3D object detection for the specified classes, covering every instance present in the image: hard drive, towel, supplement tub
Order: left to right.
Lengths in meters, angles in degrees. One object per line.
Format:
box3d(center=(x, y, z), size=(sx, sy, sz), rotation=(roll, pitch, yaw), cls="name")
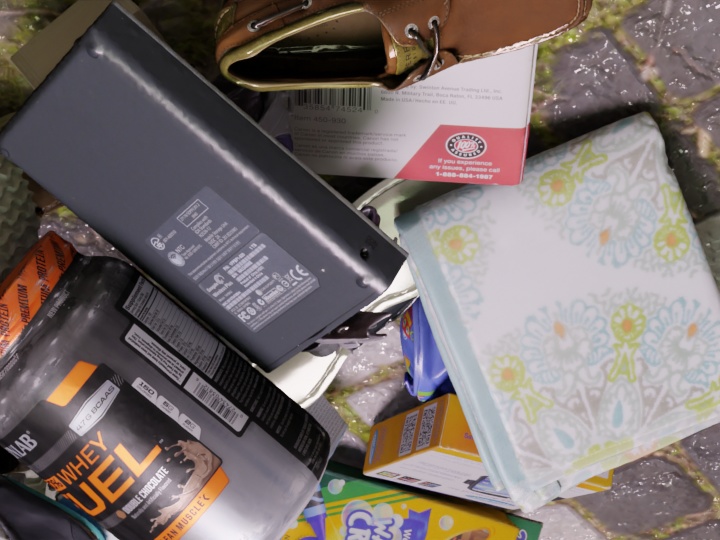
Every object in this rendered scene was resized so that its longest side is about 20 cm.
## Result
box3d(center=(-0.125, 0.078, 1.096), size=(0.200, 0.123, 0.122), rotation=(40, 126, -10), cls="supplement tub")
box3d(center=(-0.088, -0.038, 1.044), size=(0.200, 0.033, 0.139), rotation=(40, 144, -11), cls="hard drive")
box3d(center=(0.131, 0.027, 1.199), size=(0.170, 0.048, 0.201), rotation=(-23, 100, -5), cls="towel")

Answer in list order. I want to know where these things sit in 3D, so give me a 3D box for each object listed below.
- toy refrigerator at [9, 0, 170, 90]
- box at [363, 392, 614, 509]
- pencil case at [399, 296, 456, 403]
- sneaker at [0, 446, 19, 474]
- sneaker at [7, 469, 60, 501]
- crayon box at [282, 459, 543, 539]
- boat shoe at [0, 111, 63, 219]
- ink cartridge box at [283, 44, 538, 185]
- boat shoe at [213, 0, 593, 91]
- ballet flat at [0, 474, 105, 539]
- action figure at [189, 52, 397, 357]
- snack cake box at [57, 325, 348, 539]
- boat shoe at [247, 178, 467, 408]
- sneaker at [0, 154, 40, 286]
box3d(center=(-0.115, -0.070, 1.176), size=(0.076, 0.070, 0.200), rotation=(-41, 125, -4), cls="toy refrigerator")
box3d(center=(0.079, 0.125, 1.325), size=(0.118, 0.042, 0.200), rotation=(15, 167, -13), cls="box")
box3d(center=(0.123, 0.056, 1.280), size=(0.198, 0.078, 0.088), rotation=(6, 100, 0), cls="pencil case")
box3d(center=(-0.217, 0.088, 1.290), size=(0.075, 0.116, 0.200), rotation=(-17, 146, 26), cls="sneaker")
box3d(center=(-0.186, 0.163, 1.411), size=(0.088, 0.078, 0.199), rotation=(11, 158, -36), cls="sneaker")
box3d(center=(0.028, 0.219, 1.420), size=(0.199, 0.052, 0.127), rotation=(17, 94, -13), cls="crayon box")
box3d(center=(-0.235, -0.039, 1.227), size=(0.199, 0.067, 0.074), rotation=(-22, 128, 23), cls="boat shoe")
box3d(center=(0.026, -0.151, 1.090), size=(0.145, 0.083, 0.201), rotation=(4, 134, 2), cls="ink cartridge box")
box3d(center=(0.024, -0.122, 1.012), size=(0.198, 0.068, 0.072), rotation=(-7, 131, 11), cls="boat shoe")
box3d(center=(-0.243, 0.143, 1.200), size=(0.199, 0.073, 0.073), rotation=(28, 142, 30), cls="ballet flat")
box3d(center=(-0.046, -0.026, 1.111), size=(0.129, 0.070, 0.201), rotation=(-2, 129, 31), cls="action figure")
box3d(center=(-0.094, 0.121, 1.259), size=(0.067, 0.200, 0.115), rotation=(-33, 101, 30), cls="snack cake box")
box3d(center=(0.002, 0.002, 1.246), size=(0.074, 0.066, 0.200), rotation=(33, 106, -8), cls="boat shoe")
box3d(center=(-0.270, -0.055, 1.173), size=(0.099, 0.069, 0.201), rotation=(-42, 81, 38), cls="sneaker")
